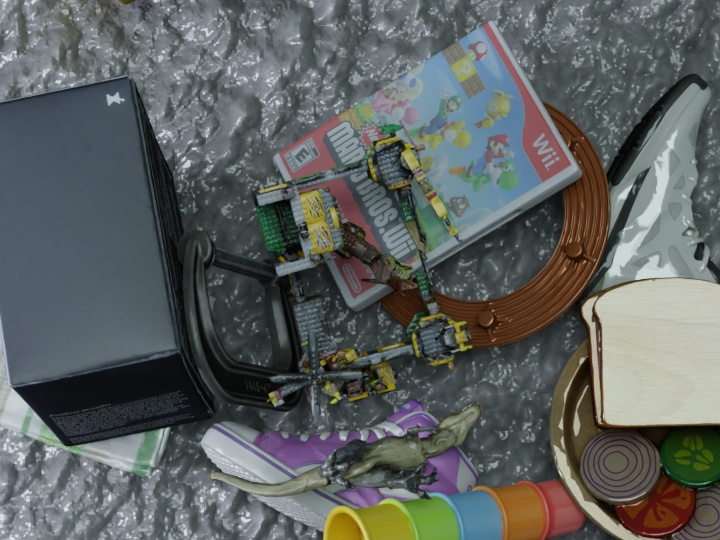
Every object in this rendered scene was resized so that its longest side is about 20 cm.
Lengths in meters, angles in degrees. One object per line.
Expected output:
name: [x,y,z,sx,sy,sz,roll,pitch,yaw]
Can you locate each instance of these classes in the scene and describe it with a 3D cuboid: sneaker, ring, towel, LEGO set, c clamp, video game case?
sneaker: [0.237,-0.042,1.446,0.115,0.076,0.201,31,85,-2]
ring: [0.089,-0.041,1.430,0.200,0.019,0.201,-6,73,19]
towel: [-0.223,0.058,1.436,0.199,0.031,0.150,17,74,6]
LEGO set: [0.000,0.000,1.341,0.153,0.116,0.201,-7,95,-5]
c clamp: [-0.085,0.019,1.366,0.027,0.200,0.172,-13,84,19]
video game case: [0.048,-0.079,1.434,0.200,0.017,0.143,-31,68,9]
sneaker: [-0.010,0.134,1.396,0.200,0.073,0.115,27,73,-5]

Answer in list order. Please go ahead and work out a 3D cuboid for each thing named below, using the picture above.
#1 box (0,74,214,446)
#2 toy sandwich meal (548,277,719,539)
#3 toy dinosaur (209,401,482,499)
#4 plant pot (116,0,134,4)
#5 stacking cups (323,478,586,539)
box: [-0.186,-0.001,1.334,0.123,0.198,0.201,-11,73,-2]
toy sandwich meal: [0.228,0.100,1.359,0.204,0.070,0.206,-1,72,4]
toy dinosaur: [0.002,0.135,1.319,0.199,0.088,0.048,-11,96,-15]
plant pot: [-0.144,-0.309,1.452,0.189,0.201,0.201,-37,78,8]
stacking cups: [0.074,0.177,1.338,0.199,0.060,0.061,-8,74,-31]
